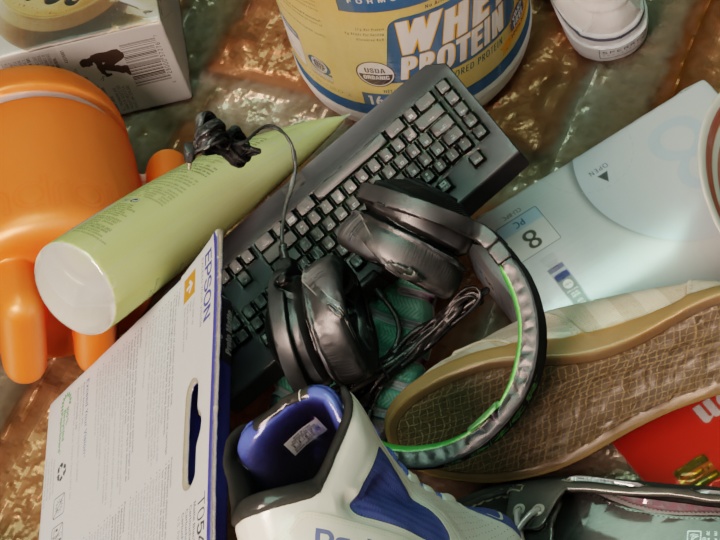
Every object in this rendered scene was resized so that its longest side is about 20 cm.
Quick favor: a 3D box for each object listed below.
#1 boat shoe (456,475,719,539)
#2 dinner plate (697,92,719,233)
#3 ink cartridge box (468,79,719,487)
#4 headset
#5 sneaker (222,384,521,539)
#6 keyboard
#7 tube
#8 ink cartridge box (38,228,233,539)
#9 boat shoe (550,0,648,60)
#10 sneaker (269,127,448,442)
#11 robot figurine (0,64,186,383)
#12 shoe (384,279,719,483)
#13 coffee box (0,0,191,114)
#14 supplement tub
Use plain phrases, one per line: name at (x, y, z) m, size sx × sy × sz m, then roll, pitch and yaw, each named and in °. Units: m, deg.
boat shoe at (0.122, 0.127, 0.895) m, size 0.200 × 0.057 × 0.067 m, roll -1°, pitch 71°, yaw 13°
dinner plate at (0.260, -0.026, 0.954) m, size 0.200 × 0.024 × 0.200 m, roll 10°, pitch 50°, yaw -13°
ink cartridge box at (0.171, 0.013, 0.970) m, size 0.160 × 0.047 × 0.200 m, roll -31°, pitch 55°, yaw -8°
headset at (-0.003, 0.003, 0.885) m, size 0.124 × 0.094 × 0.200 m, roll -44°, pitch 73°, yaw 6°
sneaker at (0.005, 0.104, 0.815) m, size 0.080 × 0.199 × 0.115 m, roll -22°, pitch 82°, yaw 25°
keyboard at (0.000, 0.000, 0.944) m, size 0.200 × 0.021 × 0.127 m, roll -41°, pitch 72°, yaw 8°
tube at (-0.084, -0.034, 0.967) m, size 0.058 × 0.052 × 0.200 m, roll 28°, pitch 39°, yaw 19°
ink cartridge box at (-0.098, 0.112, 0.893) m, size 0.041 × 0.200 × 0.200 m, roll 17°, pitch 53°, yaw -26°
boat shoe at (0.122, -0.217, 1.116) m, size 0.073 × 0.067 × 0.200 m, roll -23°, pitch 56°, yaw -3°
sneaker at (0.017, 0.024, 0.992) m, size 0.074 × 0.088 × 0.200 m, roll 21°, pitch 88°, yaw 19°
robot figurine at (-0.174, -0.032, 1.030) m, size 0.144 × 0.117 × 0.200 m, roll -33°, pitch 47°, yaw 16°
shoe at (0.109, 0.052, 0.925) m, size 0.200 × 0.070 × 0.053 m, roll -17°, pitch 16°, yaw 10°
coffee box at (-0.212, -0.146, 1.135) m, size 0.200 × 0.080 × 0.113 m, roll -13°, pitch 57°, yaw 4°
supplement tub at (0.015, -0.189, 1.041) m, size 0.144 × 0.200 × 0.145 m, roll -6°, pitch 57°, yaw 9°
